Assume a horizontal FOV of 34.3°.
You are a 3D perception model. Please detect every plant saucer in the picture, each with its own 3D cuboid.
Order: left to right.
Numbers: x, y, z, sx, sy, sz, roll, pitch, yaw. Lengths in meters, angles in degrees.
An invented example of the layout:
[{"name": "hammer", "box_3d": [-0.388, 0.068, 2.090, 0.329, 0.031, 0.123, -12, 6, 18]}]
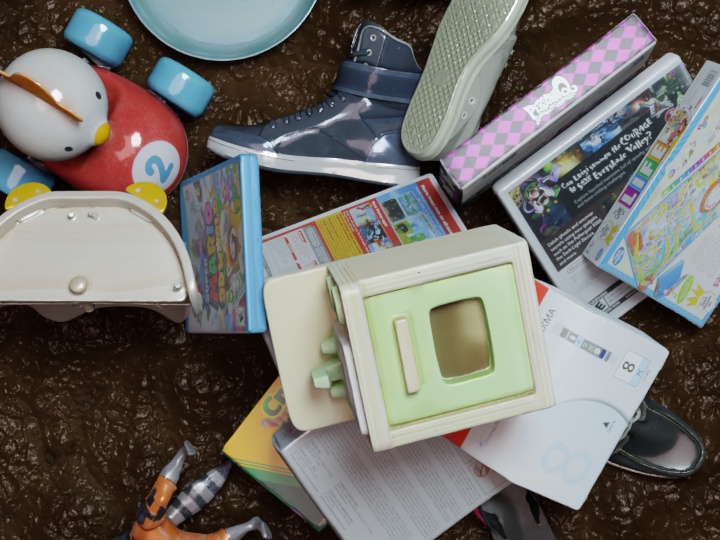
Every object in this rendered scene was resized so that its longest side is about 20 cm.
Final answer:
[{"name": "plant saucer", "box_3d": [-0.129, -0.298, 1.111, 0.198, 0.027, 0.203, 0, 89, 2]}]

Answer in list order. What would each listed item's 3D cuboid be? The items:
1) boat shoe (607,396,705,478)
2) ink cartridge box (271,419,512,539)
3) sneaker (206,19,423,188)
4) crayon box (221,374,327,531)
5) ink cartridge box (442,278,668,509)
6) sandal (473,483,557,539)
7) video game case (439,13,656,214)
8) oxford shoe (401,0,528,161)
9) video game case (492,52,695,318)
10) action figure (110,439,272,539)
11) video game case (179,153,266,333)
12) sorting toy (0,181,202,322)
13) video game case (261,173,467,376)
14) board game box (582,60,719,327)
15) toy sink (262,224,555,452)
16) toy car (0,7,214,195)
[{"name": "boat shoe", "box_3d": [0.226, 0.137, 1.069, 0.199, 0.068, 0.072, 28, 90, 0]}, {"name": "ink cartridge box", "box_3d": [0.046, 0.154, 1.027, 0.199, 0.057, 0.163, -36, 111, -7]}, {"name": "sneaker", "box_3d": [-0.036, -0.159, 1.072, 0.200, 0.077, 0.148, 5, 100, -8]}, {"name": "crayon box", "box_3d": [-0.021, 0.121, 1.080, 0.118, 0.058, 0.201, 38, 90, 2]}, {"name": "ink cartridge box", "box_3d": [0.139, 0.093, 0.981, 0.199, 0.047, 0.161, 25, 100, -22]}, {"name": "sandal", "box_3d": [0.133, 0.209, 1.080, 0.075, 0.045, 0.201, -28, 88, 2]}, {"name": "video game case", "box_3d": [0.155, -0.129, 1.021, 0.199, 0.181, 0.036, -37, 84, 1]}, {"name": "oxford shoe", "box_3d": [0.101, -0.187, 1.034, 0.075, 0.057, 0.202, 34, 103, 45]}, {"name": "video game case", "box_3d": [0.243, -0.064, 1.057, 0.199, 0.023, 0.182, -36, 115, 1]}, {"name": "action figure", "box_3d": [-0.174, 0.274, 1.083, 0.193, 0.105, 0.200, -39, 115, 7]}, {"name": "video game case", "box_3d": [-0.124, -0.017, 1.023, 0.018, 0.200, 0.145, -3, 88, -23]}, {"name": "sorting toy", "box_3d": [-0.229, 0.009, 1.034, 0.197, 0.180, 0.108, 0, 66, 1]}, {"name": "video game case", "box_3d": [0.000, 0.000, 1.007, 0.198, 0.018, 0.144, -21, 51, -9]}, {"name": "board game box", "box_3d": [0.307, -0.065, 1.043, 0.134, 0.034, 0.201, 28, 101, -23]}, {"name": "toy sink", "box_3d": [0.033, 0.055, 0.894, 0.198, 0.112, 0.132, -12, 100, -5]}, {"name": "toy car", "box_3d": [-0.247, -0.131, 1.024, 0.176, 0.200, 0.186, 30, 90, 2]}]
